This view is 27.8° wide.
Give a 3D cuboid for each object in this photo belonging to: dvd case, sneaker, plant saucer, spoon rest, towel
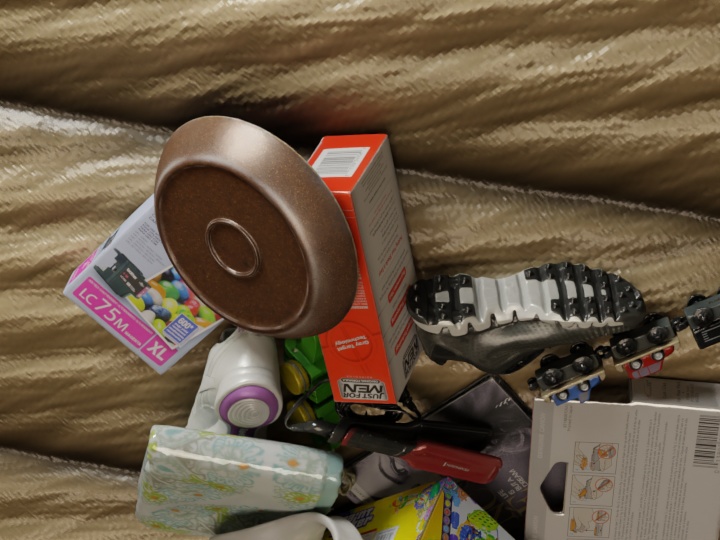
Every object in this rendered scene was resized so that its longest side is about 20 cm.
[{"bbox_3d":[0.092,0.194,1.351,0.199,0.016,0.149,-35,111,27],"label":"dvd case"},{"bbox_3d":[0.139,0.045,1.226,0.198,0.067,0.091,-3,137,3],"label":"sneaker"},{"bbox_3d":[-0.092,-0.024,1.145,0.199,0.034,0.201,21,132,25],"label":"plant saucer"},{"bbox_3d":[-0.111,0.114,1.311,0.074,0.100,0.200,9,147,-18],"label":"sneaker"},{"bbox_3d":[-0.061,0.248,1.306,0.099,0.061,0.199,17,164,-35],"label":"spoon rest"},{"bbox_3d":[-0.114,0.198,1.310,0.170,0.049,0.200,8,153,-10],"label":"towel"}]

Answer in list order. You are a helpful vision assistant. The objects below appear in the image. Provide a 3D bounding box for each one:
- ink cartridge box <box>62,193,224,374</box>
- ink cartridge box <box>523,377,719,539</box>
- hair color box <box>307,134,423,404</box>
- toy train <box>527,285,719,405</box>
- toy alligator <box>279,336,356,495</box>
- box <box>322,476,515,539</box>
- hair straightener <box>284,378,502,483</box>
[{"bbox_3d":[-0.153,-0.007,1.258,0.119,0.042,0.200,41,118,-16],"label":"ink cartridge box"},{"bbox_3d":[0.238,0.188,1.305,0.175,0.045,0.201,4,122,7],"label":"ink cartridge box"},{"bbox_3d":[0.000,0.000,1.193,0.061,0.102,0.201,0,121,22],"label":"hair color box"},{"bbox_3d":[0.236,0.066,1.220,0.199,0.034,0.046,-23,115,11],"label":"toy train"},{"bbox_3d":[-0.041,0.117,1.310,0.054,0.059,0.201,33,142,43],"label":"toy alligator"},{"bbox_3d":[0.059,0.315,1.334,0.193,0.122,0.199,44,139,-17],"label":"box"},{"bbox_3d":[0.027,0.137,1.276,0.198,0.077,0.041,10,129,-18],"label":"hair straightener"}]
